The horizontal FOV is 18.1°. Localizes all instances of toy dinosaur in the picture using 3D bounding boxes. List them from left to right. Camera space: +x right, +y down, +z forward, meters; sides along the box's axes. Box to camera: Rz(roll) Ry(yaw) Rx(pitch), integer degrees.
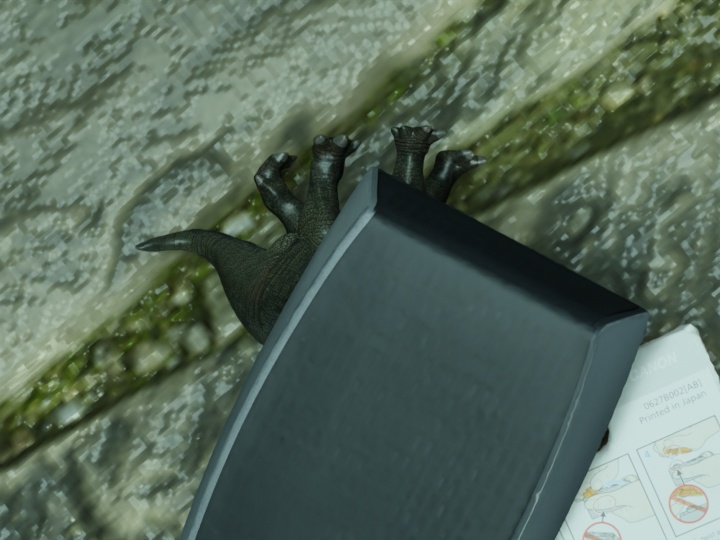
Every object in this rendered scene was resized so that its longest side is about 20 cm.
[{"bbox_3d":[0.000,0.000,0.899,0.199,0.077,0.103,-1,80,8],"label":"toy dinosaur"}]

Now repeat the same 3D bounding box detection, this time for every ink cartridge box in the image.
[{"bbox_3d":[0.102,0.144,0.888,0.161,0.050,0.200,-25,81,10],"label":"ink cartridge box"}]

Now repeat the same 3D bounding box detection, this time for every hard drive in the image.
[{"bbox_3d":[0.010,0.077,0.855,0.135,0.042,0.200,28,102,10],"label":"hard drive"}]
